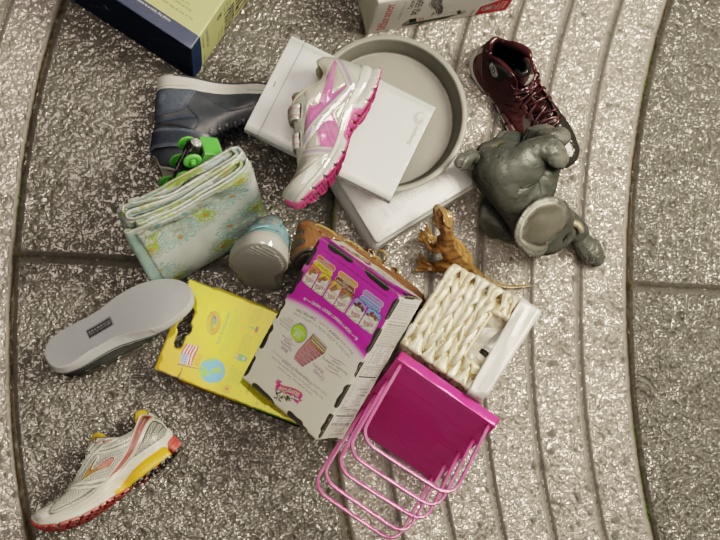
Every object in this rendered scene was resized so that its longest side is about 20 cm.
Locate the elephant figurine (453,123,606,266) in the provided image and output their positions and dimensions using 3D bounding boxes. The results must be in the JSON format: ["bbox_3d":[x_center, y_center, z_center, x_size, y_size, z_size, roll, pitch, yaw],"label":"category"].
[{"bbox_3d":[0.219,-0.075,1.736,0.155,0.142,0.201,-5,108,17],"label":"elephant figurine"}]

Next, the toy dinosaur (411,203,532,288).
[{"bbox_3d":[0.124,-0.013,1.747,0.106,0.200,0.061,13,70,40],"label":"toy dinosaur"}]

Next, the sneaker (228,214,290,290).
[{"bbox_3d":[-0.121,-0.035,1.666,0.074,0.200,0.082,7,77,-6],"label":"sneaker"}]

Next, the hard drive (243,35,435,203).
[{"bbox_3d":[-0.025,-0.185,1.677,0.199,0.027,0.132,26,82,0],"label":"hard drive"}]

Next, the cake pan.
[{"bbox_3d":[0.033,-0.194,1.714,0.199,0.037,0.201,1,82,-4],"label":"cake pan"}]

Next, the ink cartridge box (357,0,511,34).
[{"bbox_3d":[0.100,-0.377,1.765,0.199,0.147,0.083,-11,85,-7],"label":"ink cartridge box"}]

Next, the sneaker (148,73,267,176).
[{"bbox_3d":[-0.169,-0.165,1.733,0.201,0.077,0.147,5,70,4],"label":"sneaker"}]

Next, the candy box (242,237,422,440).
[{"bbox_3d":[-0.035,0.081,1.615,0.136,0.061,0.200,37,103,30],"label":"candy box"}]

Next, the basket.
[{"bbox_3d":[0.124,0.086,1.676,0.123,0.200,0.136,33,79,5],"label":"basket"}]

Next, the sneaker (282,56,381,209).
[{"bbox_3d":[-0.051,-0.167,1.625,0.088,0.081,0.201,25,74,1],"label":"sneaker"}]

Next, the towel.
[{"bbox_3d":[-0.198,-0.059,1.662,0.171,0.200,0.048,-28,68,-8],"label":"towel"}]

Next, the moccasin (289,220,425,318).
[{"bbox_3d":[-0.001,0.001,1.722,0.201,0.074,0.078,26,45,-21],"label":"moccasin"}]

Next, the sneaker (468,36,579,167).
[{"bbox_3d":[0.217,-0.220,1.770,0.076,0.116,0.200,-40,87,-10],"label":"sneaker"}]

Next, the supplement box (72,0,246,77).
[{"bbox_3d":[-0.240,-0.394,1.737,0.200,0.134,0.200,33,80,0],"label":"supplement box"}]

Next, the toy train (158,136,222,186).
[{"bbox_3d":[-0.222,-0.091,1.680,0.056,0.200,0.042,0,52,-31],"label":"toy train"}]

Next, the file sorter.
[{"bbox_3d":[0.046,0.219,1.628,0.139,0.200,0.126,34,57,0],"label":"file sorter"}]

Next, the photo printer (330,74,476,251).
[{"bbox_3d":[0.030,-0.149,1.763,0.166,0.069,0.200,-32,86,-8],"label":"photo printer"}]

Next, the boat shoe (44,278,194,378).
[{"bbox_3d":[-0.292,0.073,1.687,0.199,0.057,0.069,-25,60,3],"label":"boat shoe"}]

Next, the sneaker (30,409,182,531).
[{"bbox_3d":[-0.319,0.248,1.672,0.200,0.078,0.082,-36,83,-19],"label":"sneaker"}]

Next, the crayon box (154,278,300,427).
[{"bbox_3d":[-0.143,0.103,1.717,0.199,0.051,0.127,22,80,-3],"label":"crayon box"}]
